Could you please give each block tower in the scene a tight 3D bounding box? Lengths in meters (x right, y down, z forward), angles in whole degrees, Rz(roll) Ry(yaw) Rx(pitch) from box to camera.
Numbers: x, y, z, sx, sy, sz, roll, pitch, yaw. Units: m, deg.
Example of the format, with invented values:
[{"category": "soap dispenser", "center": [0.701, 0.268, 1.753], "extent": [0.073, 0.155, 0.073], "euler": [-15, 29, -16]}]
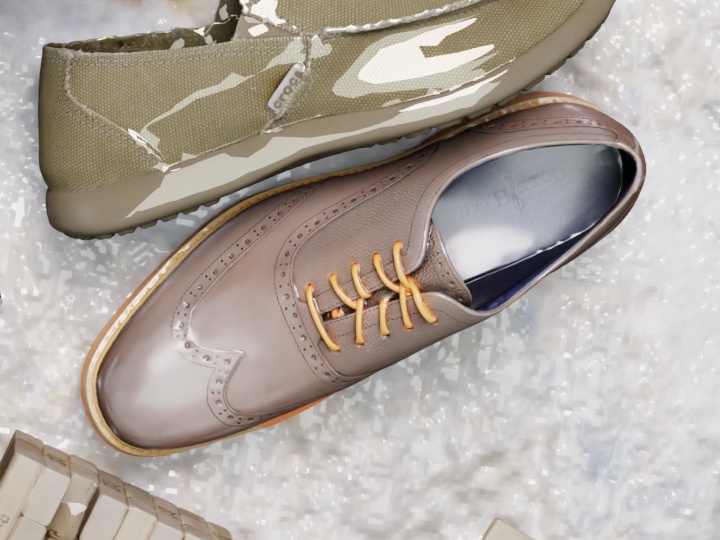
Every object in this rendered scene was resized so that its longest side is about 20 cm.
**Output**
[{"category": "block tower", "center": [-0.043, 0.117, 0.842], "extent": [0.200, 0.058, 0.054], "euler": [26, 92, -9]}]

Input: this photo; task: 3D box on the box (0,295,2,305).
[{"category": "box", "center": [-0.175, 0.070, 0.752], "extent": [0.047, 0.193, 0.200], "euler": [32, 91, -9]}]

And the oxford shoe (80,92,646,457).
[{"category": "oxford shoe", "center": [0.000, 0.000, 0.832], "extent": [0.200, 0.073, 0.071], "euler": [-31, 100, -4]}]

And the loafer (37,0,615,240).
[{"category": "loafer", "center": [-0.014, -0.071, 0.822], "extent": [0.200, 0.076, 0.068], "euler": [-23, 105, -6]}]

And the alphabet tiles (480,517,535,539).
[{"category": "alphabet tiles", "center": [0.057, 0.189, 0.894], "extent": [0.200, 0.006, 0.167], "euler": [32, 91, -10]}]
